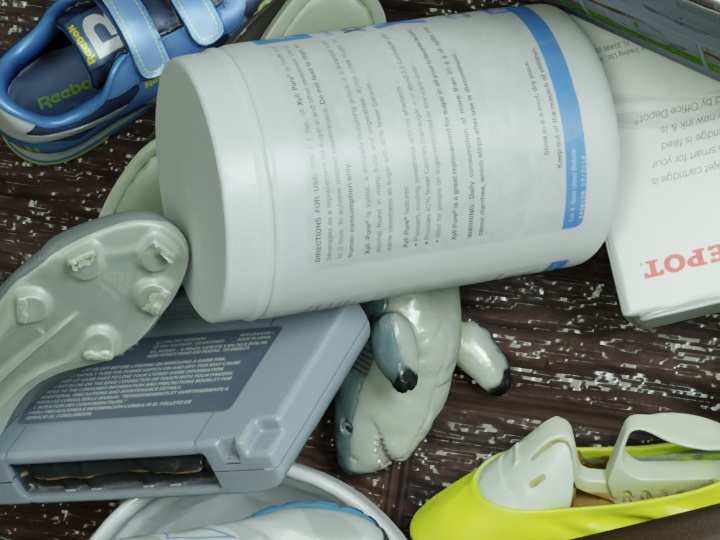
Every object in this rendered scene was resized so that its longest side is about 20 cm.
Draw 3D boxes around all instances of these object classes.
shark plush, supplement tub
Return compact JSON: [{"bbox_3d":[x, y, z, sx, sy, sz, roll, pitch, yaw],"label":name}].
[{"bbox_3d":[0.000,0.000,1.263,0.083,0.091,0.202,-21,85,39],"label":"shark plush"},{"bbox_3d":[0.012,-0.053,1.172,0.198,0.132,0.133,-8,82,-18],"label":"supplement tub"}]

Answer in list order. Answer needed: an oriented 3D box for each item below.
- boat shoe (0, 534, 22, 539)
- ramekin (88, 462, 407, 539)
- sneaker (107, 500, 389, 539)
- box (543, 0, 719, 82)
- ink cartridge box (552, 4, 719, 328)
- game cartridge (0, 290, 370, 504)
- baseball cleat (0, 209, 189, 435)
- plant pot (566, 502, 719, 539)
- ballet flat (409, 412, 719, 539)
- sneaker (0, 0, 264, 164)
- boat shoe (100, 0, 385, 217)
[{"bbox_3d":[-0.260,0.134,1.295,0.199,0.072,0.061,9,90,14],"label":"boat shoe"},{"bbox_3d":[-0.049,0.196,1.232,0.198,0.105,0.202,-1,84,11],"label":"ramekin"},{"bbox_3d":[-0.083,0.153,1.146,0.198,0.087,0.076,-12,81,8],"label":"sneaker"},{"bbox_3d":[0.144,-0.156,1.105,0.199,0.176,0.097,27,88,14],"label":"box"},{"bbox_3d":[0.183,-0.083,1.222,0.145,0.084,0.202,-13,82,9],"label":"ink cartridge box"},{"bbox_3d":[-0.097,0.060,1.229,0.199,0.133,0.042,-6,120,33],"label":"game cartridge"},{"bbox_3d":[-0.166,0.024,1.195,0.200,0.107,0.070,-38,117,14],"label":"baseball cleat"},{"bbox_3d":[0.142,0.196,1.119,0.197,0.200,0.202,-24,80,27],"label":"plant pot"},{"bbox_3d":[0.121,0.104,1.222,0.198,0.067,0.067,-3,123,7],"label":"ballet flat"},{"bbox_3d":[-0.113,-0.126,1.287,0.199,0.082,0.074,-35,78,4],"label":"sneaker"},{"bbox_3d":[-0.063,-0.072,1.262,0.072,0.061,0.201,41,100,-16],"label":"boat shoe"}]
